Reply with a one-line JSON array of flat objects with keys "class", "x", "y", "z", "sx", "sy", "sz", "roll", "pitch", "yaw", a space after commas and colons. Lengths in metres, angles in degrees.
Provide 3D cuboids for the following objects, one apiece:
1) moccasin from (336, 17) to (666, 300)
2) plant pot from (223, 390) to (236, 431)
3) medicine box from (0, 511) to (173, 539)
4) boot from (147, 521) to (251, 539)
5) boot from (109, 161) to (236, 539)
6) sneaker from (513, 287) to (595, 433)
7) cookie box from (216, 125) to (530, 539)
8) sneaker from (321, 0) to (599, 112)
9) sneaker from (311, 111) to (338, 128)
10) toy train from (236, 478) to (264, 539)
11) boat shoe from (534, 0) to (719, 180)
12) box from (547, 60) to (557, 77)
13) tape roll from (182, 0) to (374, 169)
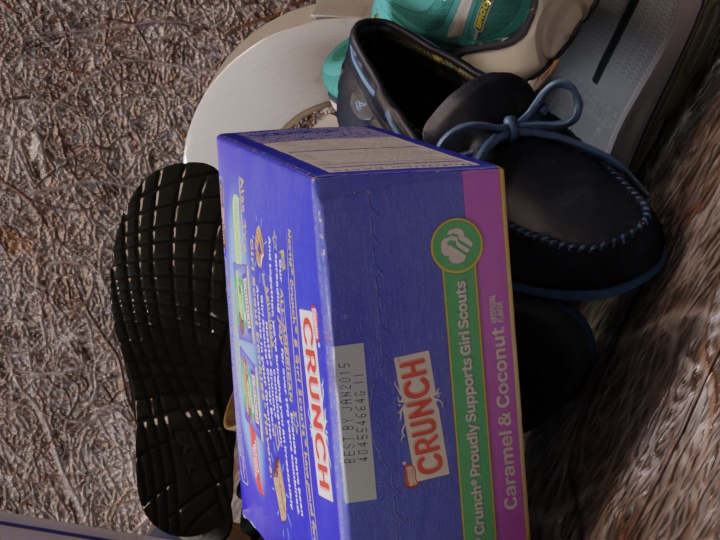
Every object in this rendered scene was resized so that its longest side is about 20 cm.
[{"class": "moccasin", "x": 0.046, "y": -0.050, "z": 0.979, "sx": 0.080, "sy": 0.200, "sz": 0.069, "roll": -29, "pitch": -52, "yaw": -29}, {"class": "plant pot", "x": 0.000, "y": 0.000, "z": 1.130, "sx": 0.200, "sy": 0.027, "sz": 0.200, "roll": -53, "pitch": 9, "yaw": 12}, {"class": "medicine box", "x": -0.155, "y": 0.230, "z": 1.146, "sx": 0.103, "sy": 0.181, "sz": 0.201, "roll": 131, "pitch": 148, "yaw": -68}, {"class": "boot", "x": -0.119, "y": 0.231, "z": 1.376, "sx": 0.200, "sy": 0.097, "sz": 0.075, "roll": -50, "pitch": -36, "yaw": -5}, {"class": "boot", "x": -0.096, "y": 0.049, "z": 1.251, "sx": 0.131, "sy": 0.067, "sz": 0.202, "roll": 105, "pitch": 164, "yaw": -84}, {"class": "sneaker", "x": 0.056, "y": 0.037, "z": 1.029, "sx": 0.078, "sy": 0.066, "sz": 0.200, "roll": -34, "pitch": 0, "yaw": -29}, {"class": "cookie box", "x": 0.000, "y": 0.036, "z": 0.907, "sx": 0.200, "sy": 0.075, "sz": 0.173, "roll": -149, "pitch": 54, "yaw": -75}, {"class": "sneaker", "x": 0.036, "y": -0.122, "z": 1.075, "sx": 0.078, "sy": 0.080, "sz": 0.200, "roll": -50, "pitch": 14, "yaw": -26}, {"class": "sneaker", "x": -0.024, "y": 0.020, "z": 1.271, "sx": 0.090, "sy": 0.201, "sz": 0.066, "roll": -20, "pitch": 20, "yaw": -16}, {"class": "toy train", "x": -0.009, "y": 0.116, "z": 1.192, "sx": 0.114, "sy": 0.085, "sz": 0.200, "roll": -82, "pitch": 19, "yaw": -50}, {"class": "boat shoe", "x": 0.115, "y": -0.069, "z": 1.089, "sx": 0.062, "sy": 0.072, "sz": 0.201, "roll": -13, "pitch": -36, "yaw": -43}, {"class": "box", "x": 0.152, "y": -0.159, "z": 1.354, "sx": 0.164, "sy": 0.021, "sz": 0.200, "roll": -57, "pitch": 6, "yaw": 40}, {"class": "tape roll", "x": -0.001, "y": -0.053, "z": 1.304, "sx": 0.203, "sy": 0.202, "sz": 0.037, "roll": -59, "pitch": 5, "yaw": 26}]
